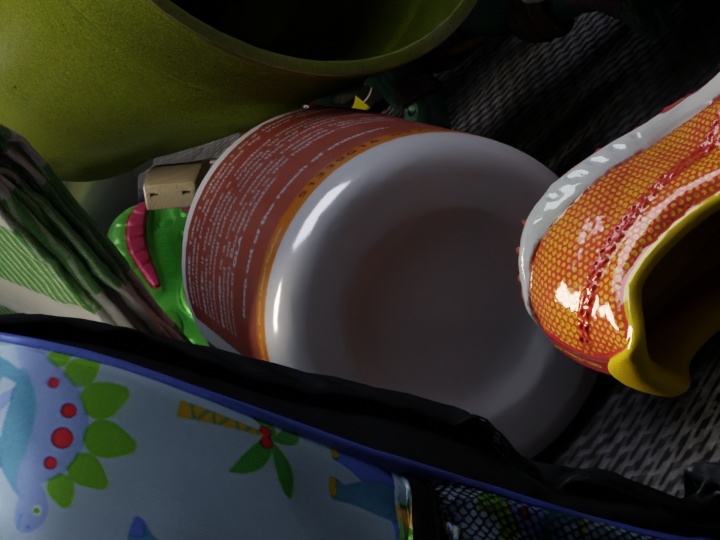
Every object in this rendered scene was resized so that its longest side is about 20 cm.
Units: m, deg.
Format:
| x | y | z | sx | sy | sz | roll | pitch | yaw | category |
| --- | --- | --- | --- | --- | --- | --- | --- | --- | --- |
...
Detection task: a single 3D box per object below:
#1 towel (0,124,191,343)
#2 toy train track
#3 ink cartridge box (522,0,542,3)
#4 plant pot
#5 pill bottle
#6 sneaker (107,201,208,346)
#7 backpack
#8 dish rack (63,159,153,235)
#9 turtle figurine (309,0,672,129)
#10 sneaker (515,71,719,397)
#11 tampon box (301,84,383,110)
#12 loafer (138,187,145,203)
| x | y | z | sx | sy | sz | roll | pitch | yaw | category |
| --- | --- | --- | --- | --- | --- | --- | --- | --- | --- |
| -0.109 | 0.004 | 0.672 | 0.153 | 0.200 | 0.023 | 18 | 66 | 43 | towel |
| -0.053 | -0.057 | 0.906 | 0.115 | 0.033 | 0.200 | -4 | 9 | 16 | toy train track |
| 0.148 | -0.188 | 0.752 | 0.176 | 0.045 | 0.200 | -14 | 32 | 24 | ink cartridge box |
| -0.082 | -0.128 | 0.775 | 0.193 | 0.200 | 0.200 | -33 | 23 | 51 | plant pot |
| 0.000 | 0.000 | 0.691 | 0.112 | 0.112 | 0.200 | -50 | 18 | -4 | pill bottle |
| -0.068 | 0.054 | 0.826 | 0.077 | 0.084 | 0.200 | -6 | 42 | 3 | sneaker |
| -0.040 | 0.093 | 0.451 | 0.183 | 0.200 | 0.147 | -14 | 57 | 57 | backpack |
| -0.133 | 0.020 | 0.926 | 0.172 | 0.044 | 0.200 | -72 | -10 | -51 | dish rack |
| 0.038 | -0.095 | 0.832 | 0.200 | 0.101 | 0.150 | -23 | 40 | 33 | turtle figurine |
| 0.135 | -0.042 | 0.573 | 0.200 | 0.073 | 0.077 | -49 | 43 | 0 | sneaker |
| -0.002 | -0.184 | 1.013 | 0.200 | 0.150 | 0.126 | -34 | 22 | 38 | tampon box |
| -0.054 | -0.012 | 0.948 | 0.072 | 0.063 | 0.200 | -9 | 7 | -25 | loafer |
